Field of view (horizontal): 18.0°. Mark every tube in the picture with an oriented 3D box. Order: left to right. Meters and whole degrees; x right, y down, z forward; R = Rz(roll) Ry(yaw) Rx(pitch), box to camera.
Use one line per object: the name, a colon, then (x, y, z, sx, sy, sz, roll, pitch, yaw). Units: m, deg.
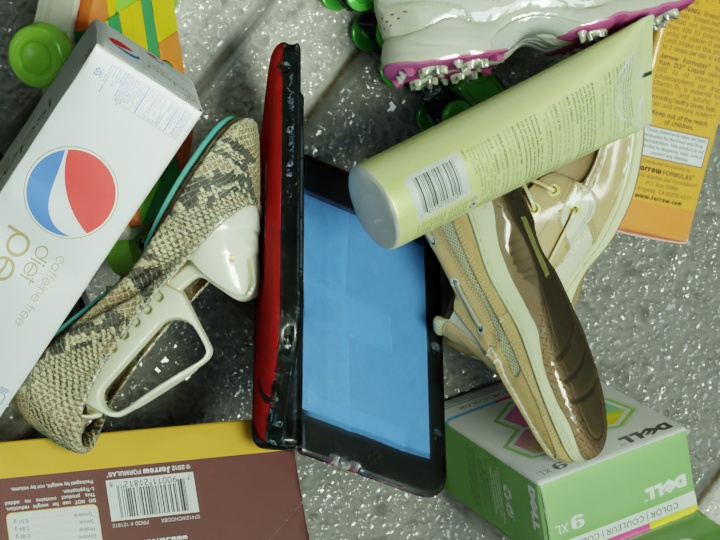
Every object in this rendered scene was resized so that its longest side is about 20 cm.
tube: (0.087, -0.074, 1.272, 0.199, 0.058, 0.052, -27, 86, -22)

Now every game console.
game console: (0.000, 0.000, 1.268, 0.118, 0.201, 0.173, 3, 147, -6)

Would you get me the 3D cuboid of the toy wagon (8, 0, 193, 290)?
toy wagon: (-0.130, -0.079, 1.228, 0.039, 0.155, 0.201, -1, 109, 20)

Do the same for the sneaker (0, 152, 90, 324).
sneaker: (-0.195, 0.005, 1.230, 0.075, 0.114, 0.201, -30, 113, -8)

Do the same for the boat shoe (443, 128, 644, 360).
boat shoe: (0.109, -0.032, 1.373, 0.066, 0.074, 0.201, 11, 106, -36)

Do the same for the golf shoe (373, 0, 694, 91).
golf shoe: (0.100, -0.164, 1.309, 0.199, 0.075, 0.092, -12, 83, -20)

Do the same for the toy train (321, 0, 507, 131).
toy train: (0.032, -0.138, 1.344, 0.056, 0.042, 0.200, -48, 117, -18)

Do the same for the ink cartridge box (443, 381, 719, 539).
ink cartridge box: (0.132, 0.122, 1.363, 0.103, 0.200, 0.060, -17, 111, -20)

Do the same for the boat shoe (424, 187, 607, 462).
boat shoe: (0.079, 0.024, 1.324, 0.076, 0.072, 0.201, -24, 80, 20)

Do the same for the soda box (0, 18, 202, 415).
soda box: (-0.159, -0.021, 1.128, 0.063, 0.068, 0.201, 32, 100, -16)

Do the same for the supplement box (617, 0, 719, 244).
supplement box: (0.188, -0.123, 1.404, 0.068, 0.066, 0.201, 8, 100, -26)

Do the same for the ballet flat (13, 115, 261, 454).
ballet flat: (-0.100, 0.015, 1.199, 0.200, 0.075, 0.068, -50, 161, 1)

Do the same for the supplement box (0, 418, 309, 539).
supplement box: (-0.132, 0.202, 1.255, 0.196, 0.133, 0.201, -4, 73, -24)
